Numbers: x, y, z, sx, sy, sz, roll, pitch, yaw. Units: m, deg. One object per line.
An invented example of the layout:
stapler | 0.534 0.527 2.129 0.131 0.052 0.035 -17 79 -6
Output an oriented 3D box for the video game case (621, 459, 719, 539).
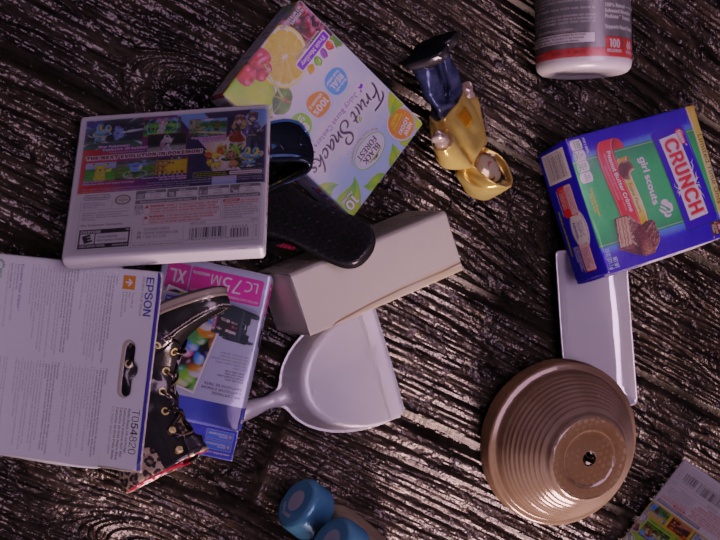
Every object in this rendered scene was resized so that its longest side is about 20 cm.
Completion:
video game case | 0.429 0.359 1.648 0.199 0.023 0.182 35 71 25

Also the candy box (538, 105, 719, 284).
candy box | 0.337 -0.093 1.634 0.198 0.077 0.171 -16 87 -26

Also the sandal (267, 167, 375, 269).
sandal | -0.073 -0.052 1.431 0.199 0.045 0.075 28 74 18

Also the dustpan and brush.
dustpan and brush | -0.060 0.131 1.484 0.199 0.057 0.141 -21 99 -30

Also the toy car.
toy car | -0.035 0.367 1.438 0.184 0.177 0.201 41 87 -31

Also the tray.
tray | 0.287 0.072 1.653 0.106 0.022 0.202 -6 93 -24

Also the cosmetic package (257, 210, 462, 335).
cosmetic package | 0.000 0.000 1.477 0.199 0.103 0.074 -23 101 -22

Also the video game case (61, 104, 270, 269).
video game case | -0.190 -0.085 1.338 0.198 0.023 0.184 -4 55 4

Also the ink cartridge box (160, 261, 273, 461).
ink cartridge box | -0.170 0.092 1.413 0.118 0.042 0.202 12 87 0

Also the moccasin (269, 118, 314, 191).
moccasin | -0.144 -0.097 1.392 0.199 0.069 0.081 -27 136 4

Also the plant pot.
plant pot | 0.249 0.211 1.582 0.199 0.093 0.203 -3 99 -18

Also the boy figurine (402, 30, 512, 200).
boy figurine | 0.112 -0.165 1.535 0.201 0.064 0.124 64 34 -20

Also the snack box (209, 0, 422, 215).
snack box | -0.047 -0.177 1.482 0.200 0.053 0.143 43 75 -19

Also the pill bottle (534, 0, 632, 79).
pill bottle | 0.263 -0.334 1.590 0.115 0.116 0.202 -2 91 -24

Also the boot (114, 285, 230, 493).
boot | -0.194 0.118 1.349 0.199 0.073 0.152 -29 79 7

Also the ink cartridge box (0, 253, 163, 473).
ink cartridge box | -0.291 0.089 1.322 0.198 0.041 0.202 6 87 12
